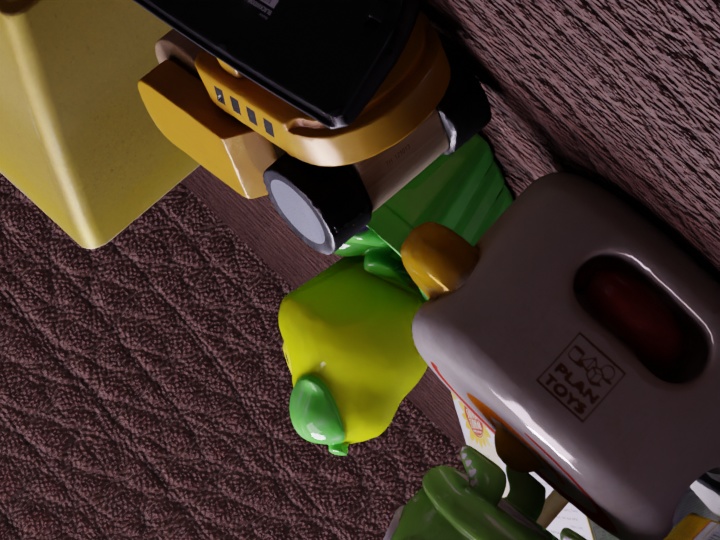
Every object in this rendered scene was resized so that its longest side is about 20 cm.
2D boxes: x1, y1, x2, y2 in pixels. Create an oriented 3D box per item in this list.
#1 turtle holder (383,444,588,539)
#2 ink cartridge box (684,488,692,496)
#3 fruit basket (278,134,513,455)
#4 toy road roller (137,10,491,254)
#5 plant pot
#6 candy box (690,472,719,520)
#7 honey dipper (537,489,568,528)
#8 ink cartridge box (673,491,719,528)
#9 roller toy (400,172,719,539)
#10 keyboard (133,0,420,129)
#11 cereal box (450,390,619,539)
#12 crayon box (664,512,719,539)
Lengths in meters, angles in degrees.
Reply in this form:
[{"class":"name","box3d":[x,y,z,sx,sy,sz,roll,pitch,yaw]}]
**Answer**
[{"class":"turtle holder","box3d":[0.087,0.194,1.499,0.185,0.132,0.141,37,-177,1]},{"class":"ink cartridge box","box3d":[0.200,0.146,1.822,0.196,0.043,0.200,0,142,44]},{"class":"fruit basket","box3d":[0.000,0.000,1.686,0.155,0.216,0.216,40,174,20]},{"class":"toy road roller","box3d":[-0.035,-0.120,1.467,0.200,0.123,0.146,35,157,43]},{"class":"plant pot","box3d":[-0.181,-0.175,1.777,0.200,0.200,0.177,39,162,37]},{"class":"candy box","box3d":[0.280,0.155,1.536,0.168,0.072,0.200,46,174,-29]},{"class":"honey dipper","box3d":[0.130,0.118,1.643,0.038,0.200,0.038,42,170,9]},{"class":"ink cartridge box","box3d":[0.255,0.223,1.769,0.175,0.084,0.200,31,156,-9]},{"class":"roller toy","box3d":[0.123,0.051,1.494,0.182,0.140,0.200,36,171,49]},{"class":"keyboard","box3d":[-0.033,-0.143,1.366,0.040,0.104,0.200,28,-174,-47]},{"class":"cereal box","box3d":[0.122,0.144,1.734,0.144,0.039,0.201,2,112,65]},{"class":"crayon box","box3d":[0.154,0.231,1.586,0.058,0.200,0.119,44,176,-3]}]
